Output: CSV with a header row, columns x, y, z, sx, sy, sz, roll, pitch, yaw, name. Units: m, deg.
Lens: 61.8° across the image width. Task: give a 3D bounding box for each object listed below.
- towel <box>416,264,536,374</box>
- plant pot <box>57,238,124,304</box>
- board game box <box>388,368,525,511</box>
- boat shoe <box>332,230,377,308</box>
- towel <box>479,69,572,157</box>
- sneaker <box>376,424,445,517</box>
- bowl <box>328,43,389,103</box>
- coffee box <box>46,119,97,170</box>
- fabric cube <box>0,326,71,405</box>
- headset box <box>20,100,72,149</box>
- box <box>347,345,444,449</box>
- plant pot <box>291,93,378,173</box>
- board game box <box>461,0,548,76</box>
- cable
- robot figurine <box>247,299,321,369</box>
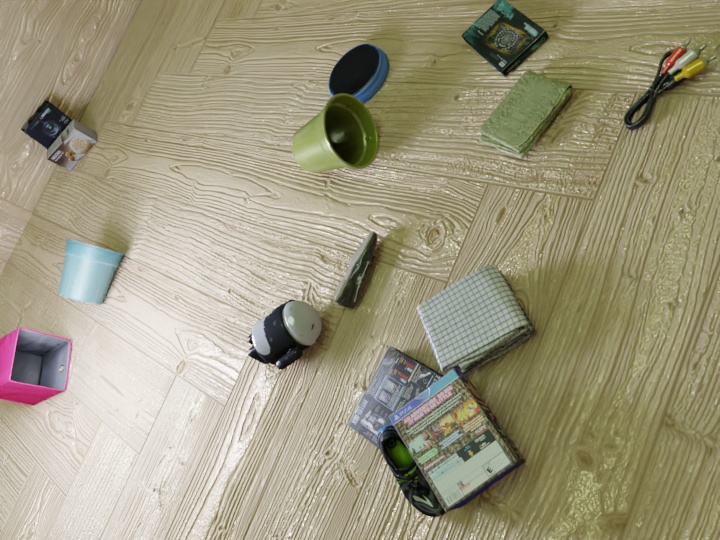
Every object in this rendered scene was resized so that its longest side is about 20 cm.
x,y,z,sx,sy,sz,roll,pitch,yaw,name
0.234,0.107,1.232,0.200,0.085,0.166,-34,54,18,towel
-0.960,0.009,2.115,0.199,0.200,0.197,11,84,40,plant pot
0.180,0.316,1.129,0.159,0.097,0.200,-38,63,9,board game box
0.000,0.000,1.484,0.201,0.057,0.067,-62,13,-8,boat shoe
0.374,-0.357,1.372,0.200,0.036,0.148,-54,48,4,towel
0.095,0.394,1.166,0.071,0.083,0.200,-34,85,0,sneaker
-0.010,-0.574,1.760,0.200,0.039,0.202,-16,60,30,bowl
-1.276,-0.553,2.655,0.200,0.114,0.080,-39,52,16,coffee box
-1.164,0.339,2.100,0.199,0.200,0.197,-25,57,28,fabric cube
-1.381,-0.630,2.712,0.093,0.200,0.174,26,76,47,headset box
0.081,0.285,1.283,0.157,0.050,0.201,25,85,42,box
-0.084,-0.350,1.629,0.184,0.200,0.202,-11,63,45,plant pot
0.355,-0.583,1.496,0.135,0.028,0.200,-41,50,14,board game box
0.596,-0.377,1.202,0.200,0.050,0.097,-41,50,13,cable
-0.189,0.159,1.500,0.200,0.125,0.151,-32,83,21,robot figurine
